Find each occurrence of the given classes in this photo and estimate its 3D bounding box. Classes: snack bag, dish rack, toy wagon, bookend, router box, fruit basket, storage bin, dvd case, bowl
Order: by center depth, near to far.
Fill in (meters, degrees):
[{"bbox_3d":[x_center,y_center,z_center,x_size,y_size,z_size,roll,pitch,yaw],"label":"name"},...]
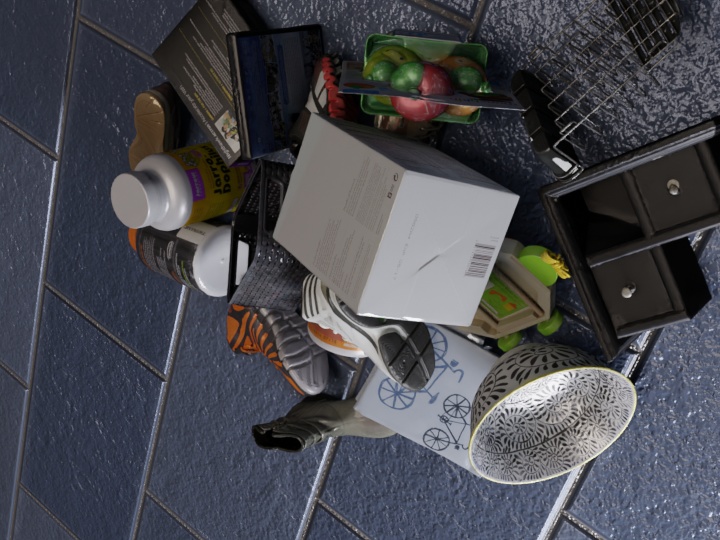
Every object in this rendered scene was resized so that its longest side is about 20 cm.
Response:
[{"bbox_3d":[0.240,-0.204,0.976,0.200,0.054,0.154,-43,38,31],"label":"dish rack"},{"bbox_3d":[0.316,-0.033,0.992,0.198,0.092,0.200,-20,93,40],"label":"bookend"},{"bbox_3d":[0.070,-0.201,1.015,0.185,0.200,0.094,6,104,-1],"label":"fruit basket"},{"bbox_3d":[0.160,0.015,1.090,0.155,0.040,0.200,41,142,-15],"label":"toy wagon"},{"bbox_3d":[0.202,0.146,1.109,0.201,0.200,0.094,-62,34,33],"label":"bowl"},{"bbox_3d":[-0.094,-0.221,1.177,0.018,0.200,0.143,1,106,27],"label":"dvd case"},{"bbox_3d":[0.112,0.153,1.225,0.200,0.021,0.189,28,122,2],"label":"snack bag"},{"bbox_3d":[-0.106,-0.040,1.243,0.200,0.094,0.136,133,142,-62],"label":"storage bin"},{"bbox_3d":[-0.173,-0.262,1.301,0.149,0.051,0.200,-39,80,27],"label":"router box"}]

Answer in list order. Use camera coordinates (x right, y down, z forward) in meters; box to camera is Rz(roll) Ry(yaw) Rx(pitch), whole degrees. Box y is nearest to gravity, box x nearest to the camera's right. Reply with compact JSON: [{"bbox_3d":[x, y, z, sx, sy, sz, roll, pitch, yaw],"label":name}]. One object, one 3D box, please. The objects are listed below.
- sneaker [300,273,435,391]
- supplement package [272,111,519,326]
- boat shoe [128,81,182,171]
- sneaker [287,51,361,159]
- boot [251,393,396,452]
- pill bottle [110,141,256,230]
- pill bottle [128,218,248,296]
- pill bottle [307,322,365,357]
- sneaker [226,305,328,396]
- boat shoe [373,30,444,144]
[{"bbox_3d":[0.004,0.065,1.172,0.115,0.076,0.201,7,143,51],"label":"sneaker"},{"bbox_3d":[0.031,-0.056,1.029,0.200,0.150,0.152,40,116,51],"label":"supplement package"},{"bbox_3d":[-0.296,-0.194,1.430,0.072,0.065,0.200,34,142,14],"label":"boat shoe"},{"bbox_3d":[-0.045,-0.183,1.178,0.098,0.071,0.201,-24,51,19],"label":"sneaker"},{"bbox_3d":[-0.044,0.218,1.330,0.200,0.131,0.068,-6,102,39],"label":"boot"},{"bbox_3d":[-0.238,-0.115,1.323,0.104,0.200,0.105,13,113,34],"label":"pill bottle"},{"bbox_3d":[-0.257,-0.036,1.416,0.200,0.106,0.107,19,116,42],"label":"pill bottle"},{"bbox_3d":[0.000,0.000,1.234,0.112,0.112,0.200,26,120,29],"label":"pill bottle"},{"bbox_3d":[-0.123,0.109,1.400,0.112,0.077,0.200,-49,63,41],"label":"sneaker"},{"bbox_3d":[0.061,-0.183,1.153,0.072,0.076,0.201,7,111,34],"label":"boat shoe"}]
